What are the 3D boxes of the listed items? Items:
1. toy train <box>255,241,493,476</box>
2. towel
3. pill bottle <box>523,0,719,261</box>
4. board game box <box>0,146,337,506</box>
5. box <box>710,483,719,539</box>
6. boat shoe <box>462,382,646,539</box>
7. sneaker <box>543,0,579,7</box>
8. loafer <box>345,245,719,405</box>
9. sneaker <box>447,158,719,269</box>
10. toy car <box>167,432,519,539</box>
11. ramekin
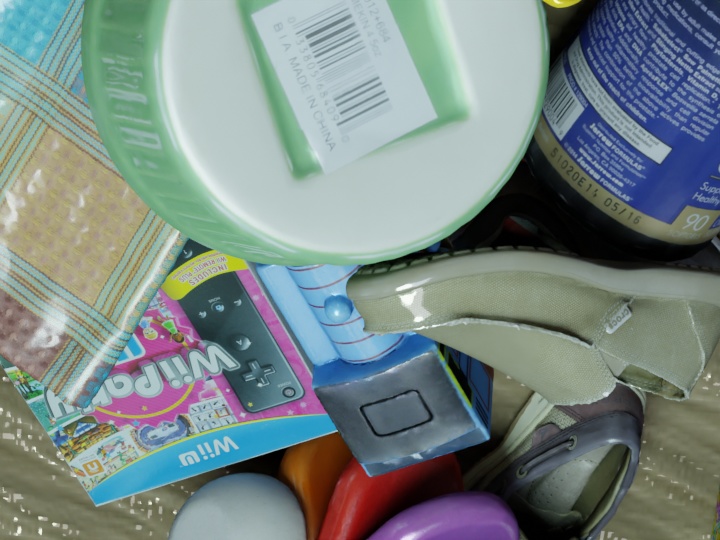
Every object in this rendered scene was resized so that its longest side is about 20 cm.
[{"bbox_3d":[0.000,0.000,1.311,0.087,0.114,0.200,-19,123,15],"label":"toy train"},{"bbox_3d":[-0.140,-0.053,1.266,0.147,0.022,0.200,33,105,8],"label":"towel"},{"bbox_3d":[0.166,-0.109,1.224,0.112,0.112,0.200,26,124,-16],"label":"pill bottle"},{"bbox_3d":[-0.112,0.011,1.357,0.148,0.064,0.200,-19,124,17],"label":"board game box"},{"bbox_3d":[0.246,0.252,1.438,0.122,0.193,0.200,3,126,0],"label":"box"},{"bbox_3d":[0.092,0.132,1.435,0.072,0.065,0.200,22,125,-15],"label":"boat shoe"},{"bbox_3d":[0.141,-0.169,1.078,0.073,0.077,0.200,35,131,-19],"label":"sneaker"},{"bbox_3d":[0.085,0.026,1.208,0.200,0.076,0.068,3,86,-29],"label":"loafer"},{"bbox_3d":[0.108,0.002,1.310,0.200,0.082,0.077,21,126,-34],"label":"sneaker"},{"bbox_3d":[0.015,0.161,1.388,0.150,0.200,0.175,-50,141,13],"label":"toy car"},{"bbox_3d":[-0.015,-0.095,1.171,0.200,0.098,0.200,-2,99,-16],"label":"ramekin"}]
